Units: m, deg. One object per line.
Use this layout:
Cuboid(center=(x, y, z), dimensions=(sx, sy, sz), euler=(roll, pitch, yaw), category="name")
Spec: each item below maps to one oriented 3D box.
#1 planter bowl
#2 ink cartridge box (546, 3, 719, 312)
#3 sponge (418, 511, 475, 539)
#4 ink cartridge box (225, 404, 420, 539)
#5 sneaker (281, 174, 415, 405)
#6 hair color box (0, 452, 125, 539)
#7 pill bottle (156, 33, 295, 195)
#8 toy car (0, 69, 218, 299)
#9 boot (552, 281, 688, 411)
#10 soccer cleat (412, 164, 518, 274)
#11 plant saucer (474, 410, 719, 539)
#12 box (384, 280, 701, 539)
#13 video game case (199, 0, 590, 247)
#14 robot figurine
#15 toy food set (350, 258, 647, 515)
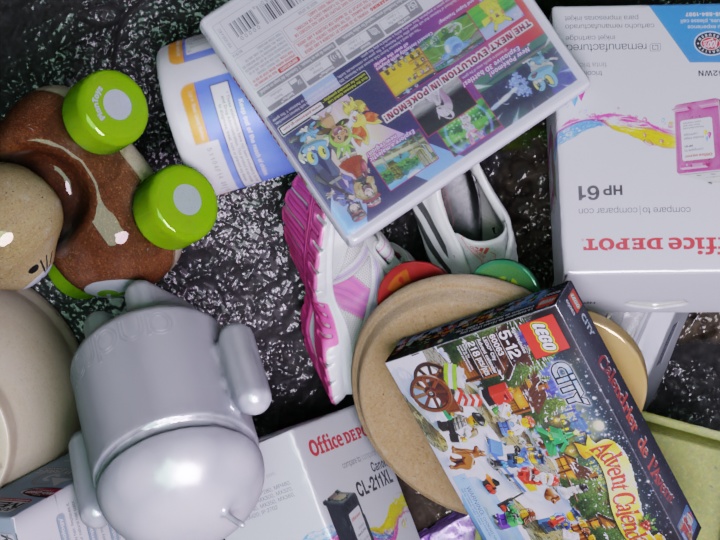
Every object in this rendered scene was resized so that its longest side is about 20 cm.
Cuboid(center=(-0.299, 0.105, 1.597), dimensions=(0.199, 0.135, 0.201), euler=(0, 101, 0), category="planter bowl")
Cuboid(center=(0.204, -0.077, 1.544), dimensions=(0.144, 0.085, 0.201), euler=(-1, 73, 0), category="ink cartridge box")
Cuboid(center=(0.036, 0.265, 1.681), dimensions=(0.200, 0.030, 0.112), euler=(-30, 99, 5), category="sponge")
Cuboid(center=(-0.020, 0.205, 1.582), dimensions=(0.083, 0.146, 0.201), euler=(-22, 87, 23), category="ink cartridge box")
Cuboid(center=(0.000, 0.000, 1.592), dimensions=(0.088, 0.081, 0.201), euler=(-16, 132, -11), category="sneaker")
Cuboid(center=(-0.187, 0.180, 1.579), dimensions=(0.060, 0.200, 0.099), euler=(-1, 107, 37), category="hair color box")
Cuboid(center=(-0.034, -0.130, 1.562), dimensions=(0.199, 0.112, 0.113), euler=(-16, 101, 3), category="pill bottle")
Cuboid(center=(-0.228, -0.018, 1.512), dimensions=(0.200, 0.164, 0.158), euler=(-43, 101, -37), category="toy car")
Cuboid(center=(0.175, 0.049, 1.627), dimensions=(0.095, 0.074, 0.201), euler=(29, 108, 18), category="boot")
Cuboid(center=(0.083, -0.001, 1.595), dimensions=(0.068, 0.085, 0.201), euler=(-20, 99, -18), category="soccer cleat")
Cuboid(center=(0.183, 0.180, 1.588), dimensions=(0.199, 0.048, 0.201), euler=(14, 113, 24), category="plant saucer")
Cuboid(center=(0.122, 0.117, 1.492), dimensions=(0.136, 0.038, 0.200), euler=(-20, 107, 31), category="box")
Cuboid(center=(0.024, -0.144, 1.495), dimensions=(0.200, 0.023, 0.183), euler=(-34, 87, -10), category="video game case")
Cuboid(center=(-0.129, 0.104, 1.489), dimensions=(0.169, 0.200, 0.113), euler=(-39, 139, 24), category="robot figurine")
Cuboid(center=(0.085, 0.082, 1.542), dimensions=(0.198, 0.049, 0.200), euler=(33, 125, 4), category="toy food set")
